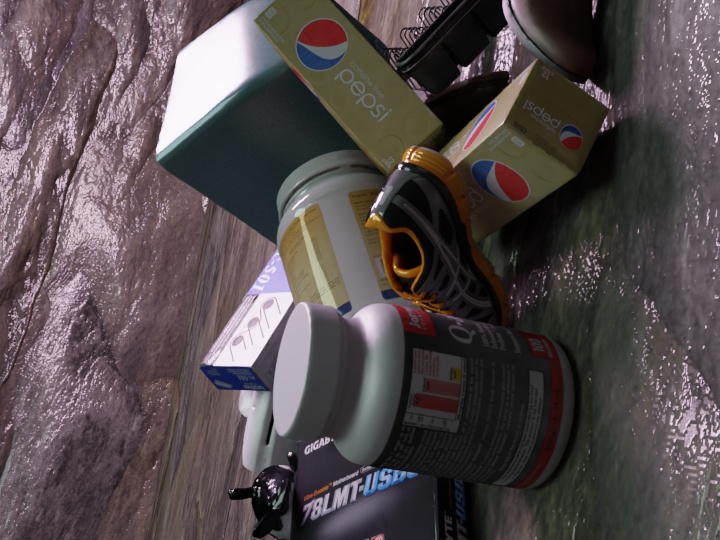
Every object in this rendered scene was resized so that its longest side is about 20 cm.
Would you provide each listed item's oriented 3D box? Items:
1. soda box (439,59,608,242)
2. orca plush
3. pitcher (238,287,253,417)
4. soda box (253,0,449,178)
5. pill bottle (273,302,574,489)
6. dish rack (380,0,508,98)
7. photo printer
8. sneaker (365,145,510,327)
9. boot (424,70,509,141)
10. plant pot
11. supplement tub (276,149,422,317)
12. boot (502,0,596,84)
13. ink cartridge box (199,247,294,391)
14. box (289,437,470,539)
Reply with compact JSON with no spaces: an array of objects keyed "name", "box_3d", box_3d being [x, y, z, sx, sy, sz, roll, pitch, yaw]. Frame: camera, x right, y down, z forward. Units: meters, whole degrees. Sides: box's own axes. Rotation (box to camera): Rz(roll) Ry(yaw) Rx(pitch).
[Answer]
[{"name":"soda box","box_3d":[0.109,-0.084,0.820,0.065,0.067,0.200,-61,8,-23]},{"name":"orca plush","box_3d":[-0.101,0.242,1.041,0.200,0.070,0.107,69,-158,-89]},{"name":"pitcher","box_3d":[-0.114,0.092,1.470,0.173,0.119,0.202,-74,-4,-50]},{"name":"soda box","box_3d":[-0.007,-0.172,0.944,0.068,0.201,0.064,-41,-15,2]},{"name":"pill bottle","box_3d":[0.043,0.088,0.744,0.116,0.197,0.118,-169,90,-73]},{"name":"dish rack","box_3d":[0.083,-0.234,0.982,0.153,0.055,0.200,-45,18,-1]},{"name":"photo printer","box_3d":[-0.088,0.163,1.271,0.200,0.068,0.169,11,-87,-84]},{"name":"sneaker","box_3d":[0.058,0.000,0.826,0.078,0.201,0.077,14,50,46]},{"name":"boot","box_3d":[0.093,-0.115,0.996,0.200,0.074,0.098,-33,70,61]},{"name":"plant pot","box_3d":[-0.074,-0.183,1.109,0.199,0.195,0.198,-35,36,32]},{"name":"supplement tub","box_3d":[0.000,0.000,0.985,0.145,0.142,0.202,120,141,-47]},{"name":"boot","box_3d":[0.190,-0.265,0.769,0.200,0.068,0.191,-43,40,43]},{"name":"ink cartridge box","box_3d":[-0.098,0.049,1.198,0.093,0.044,0.201,-4,43,42]},{"name":"box","box_3d":[0.013,0.218,0.917,0.199,0.049,0.201,-31,45,39]}]
